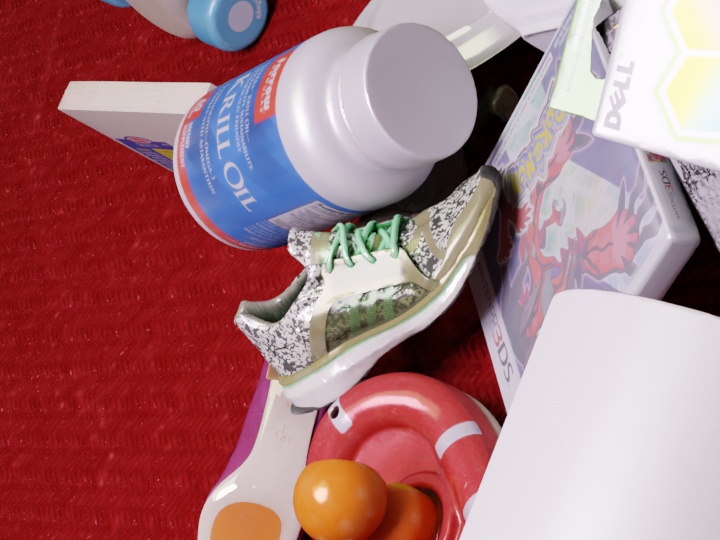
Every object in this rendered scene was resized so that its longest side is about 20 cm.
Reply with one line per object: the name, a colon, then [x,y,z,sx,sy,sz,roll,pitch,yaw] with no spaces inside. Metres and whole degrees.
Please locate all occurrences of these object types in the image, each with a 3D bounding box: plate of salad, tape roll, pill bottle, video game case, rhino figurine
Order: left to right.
pill bottle: [-0.021,-0.085,1.248,0.200,0.112,0.113,-21,51,53]
rhino figurine: [0.031,-0.029,1.298,0.087,0.060,0.200,10,78,63]
plate of salad: [0.073,-0.174,1.346,0.200,0.048,0.200,-28,30,17]
video game case: [0.113,-0.022,1.141,0.200,0.023,0.183,117,149,-44]
tape roll: [0.156,0.110,0.923,0.202,0.202,0.139,11,76,54]

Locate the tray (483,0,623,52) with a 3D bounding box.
tray: [0.171,-0.140,1.156,0.200,0.107,0.022,-6,66,50]

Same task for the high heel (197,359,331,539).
high heel: [-0.056,0.122,1.328,0.096,0.067,0.201,-14,-66,-81]

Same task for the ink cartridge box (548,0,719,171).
ink cartridge box: [0.175,-0.103,0.981,0.200,0.059,0.104,20,103,32]

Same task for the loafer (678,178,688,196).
loafer: [0.159,-0.081,1.161,0.200,0.071,0.073,0,67,51]

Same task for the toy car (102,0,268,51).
toy car: [-0.132,-0.304,1.612,0.184,0.177,0.200,25,75,45]

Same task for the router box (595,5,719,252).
router box: [0.227,-0.079,1.015,0.149,0.051,0.200,-36,72,30]

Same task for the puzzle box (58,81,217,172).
puzzle box: [-0.115,-0.096,1.464,0.200,0.133,0.025,9,74,53]

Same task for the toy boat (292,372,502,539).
toy boat: [0.017,0.138,1.140,0.131,0.131,0.200,-47,38,19]

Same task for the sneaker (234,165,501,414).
sneaker: [0.000,0.000,1.200,0.200,0.089,0.077,-44,17,23]
